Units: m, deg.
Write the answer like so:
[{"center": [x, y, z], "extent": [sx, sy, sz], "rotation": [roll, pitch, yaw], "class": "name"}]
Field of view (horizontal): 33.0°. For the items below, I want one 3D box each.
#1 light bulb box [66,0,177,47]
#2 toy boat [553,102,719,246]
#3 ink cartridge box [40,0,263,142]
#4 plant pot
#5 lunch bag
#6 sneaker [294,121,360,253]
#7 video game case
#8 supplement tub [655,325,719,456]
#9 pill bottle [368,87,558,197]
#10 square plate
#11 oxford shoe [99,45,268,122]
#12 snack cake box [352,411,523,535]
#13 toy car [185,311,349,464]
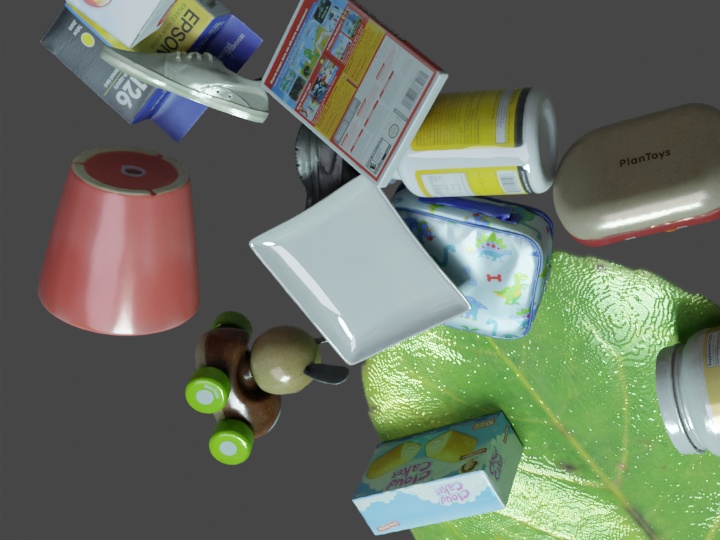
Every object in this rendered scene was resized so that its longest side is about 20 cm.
[{"center": [-0.251, -0.372, 1.245], "extent": [0.200, 0.125, 0.198], "rotation": [35, 111, -9], "class": "light bulb box"}, {"center": [0.306, -0.083, 1.269], "extent": [0.200, 0.131, 0.131], "rotation": [-13, 148, 25], "class": "toy boat"}, {"center": [-0.246, -0.265, 1.405], "extent": [0.200, 0.047, 0.198], "rotation": [43, 127, -6], "class": "ink cartridge box"}, {"center": [-0.288, -0.045, 1.490], "extent": [0.200, 0.200, 0.178], "rotation": [16, 116, 11], "class": "plant pot"}, {"center": [0.118, -0.015, 1.399], "extent": [0.200, 0.082, 0.161], "rotation": [13, 127, 14], "class": "lunch bag"}, {"center": [-0.022, -0.083, 1.420], "extent": [0.091, 0.076, 0.200], "rotation": [2, 125, 13], "class": "sneaker"}, {"center": [-0.011, -0.203, 1.294], "extent": [0.200, 0.017, 0.143], "rotation": [43, 118, 25], "class": "video game case"}, {"center": [0.438, 0.125, 1.323], "extent": [0.200, 0.145, 0.146], "rotation": [-15, 115, 29], "class": "supplement tub"}, {"center": [0.104, -0.136, 1.305], "extent": [0.200, 0.112, 0.112], "rotation": [0, 122, 22], "class": "pill bottle"}, {"center": [0.000, 0.000, 1.392], "extent": [0.200, 0.028, 0.198], "rotation": [-28, 108, 37], "class": "square plate"}, {"center": [-0.193, -0.222, 1.367], "extent": [0.200, 0.075, 0.058], "rotation": [17, 98, -17], "class": "oxford shoe"}, {"center": [0.100, 0.264, 1.571], "extent": [0.200, 0.115, 0.067], "rotation": [-19, 113, 31], "class": "snack cake box"}, {"center": [-0.099, 0.132, 1.549], "extent": [0.200, 0.164, 0.158], "rotation": [-13, 117, 15], "class": "toy car"}]
